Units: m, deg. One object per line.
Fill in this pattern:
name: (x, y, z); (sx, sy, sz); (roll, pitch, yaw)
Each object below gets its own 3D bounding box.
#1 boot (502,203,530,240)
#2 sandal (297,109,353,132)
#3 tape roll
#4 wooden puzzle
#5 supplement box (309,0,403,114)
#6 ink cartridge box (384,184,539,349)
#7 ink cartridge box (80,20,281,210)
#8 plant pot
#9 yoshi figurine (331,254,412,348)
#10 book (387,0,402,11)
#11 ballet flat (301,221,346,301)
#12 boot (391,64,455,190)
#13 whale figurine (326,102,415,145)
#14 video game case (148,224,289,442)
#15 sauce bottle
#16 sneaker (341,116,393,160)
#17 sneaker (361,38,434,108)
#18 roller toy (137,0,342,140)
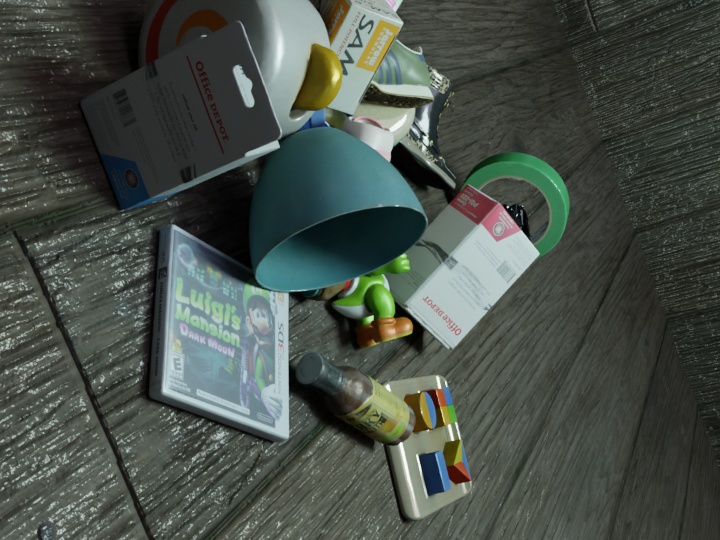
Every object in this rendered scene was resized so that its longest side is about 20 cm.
boot: (0.184, -0.032, 1.432); (0.077, 0.168, 0.200); (61, 30, -21)
sandal: (-0.079, -0.213, 1.152); (0.200, 0.087, 0.080); (27, 53, -51)
tape roll: (0.274, -0.112, 1.607); (0.201, 0.200, 0.048); (62, 30, -19)
wooden puzzle: (0.103, 0.241, 1.255); (0.200, 0.046, 0.186); (4, 71, -60)
supplement box: (-0.039, -0.296, 1.060); (0.073, 0.126, 0.200); (12, 34, -32)
ink cartridge box: (0.146, -0.003, 1.313); (0.146, 0.200, 0.085); (43, -2, -42)
ink cartridge box: (-0.157, -0.146, 0.847); (0.067, 0.199, 0.116); (-27, 98, -63)
plant pot: (-0.040, -0.080, 0.997); (0.200, 0.200, 0.135); (15, 51, -58)
yoshi figurine: (0.014, -0.005, 1.190); (0.112, 0.112, 0.201); (-11, 81, -78)
book: (-0.028, -0.350, 1.219); (0.133, 0.048, 0.200); (38, 72, -27)
ballet flat: (-0.054, -0.061, 1.118); (0.072, 0.068, 0.201); (-5, 80, -47)
boot: (0.115, -0.235, 1.478); (0.200, 0.073, 0.151); (34, 72, -41)
whale figurine: (-0.013, -0.259, 1.300); (0.159, 0.104, 0.200); (-40, 89, -21)
video game case: (-0.141, 0.071, 0.939); (0.200, 0.023, 0.183); (34, 46, -50)
sauce bottle: (-0.007, 0.157, 1.091); (0.200, 0.065, 0.065); (38, 42, -44)
sneaker: (0.006, -0.142, 1.176); (0.200, 0.075, 0.105); (68, 36, -86)
sneaker: (0.016, -0.279, 1.202); (0.200, 0.067, 0.090); (2, 81, -40)
roller toy: (-0.130, -0.230, 0.959); (0.140, 0.200, 0.183); (-6, 73, -62)
